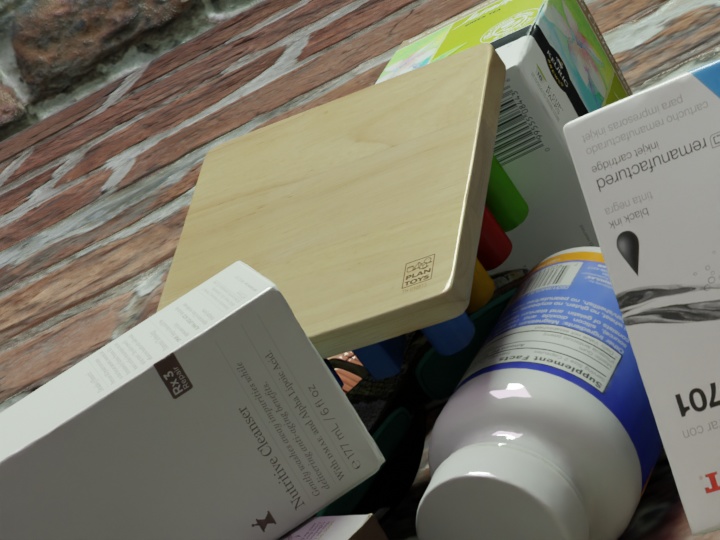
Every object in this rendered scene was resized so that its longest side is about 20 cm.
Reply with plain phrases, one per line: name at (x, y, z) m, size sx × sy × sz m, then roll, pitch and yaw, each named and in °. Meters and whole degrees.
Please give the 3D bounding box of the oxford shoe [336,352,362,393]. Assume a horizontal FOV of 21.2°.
oxford shoe at (0.012, 0.083, 1.268) m, size 0.200 × 0.071 × 0.074 m, roll -49°, pitch -17°, yaw -25°

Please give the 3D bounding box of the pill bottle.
pill bottle at (0.101, 0.082, 1.002) m, size 0.112 × 0.112 × 0.200 m, roll -19°, pitch 21°, yaw 34°

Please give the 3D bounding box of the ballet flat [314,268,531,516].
ballet flat at (0.017, 0.059, 1.102) m, size 0.200 × 0.072 × 0.072 m, roll -46°, pitch 20°, yaw -11°

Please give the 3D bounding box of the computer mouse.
computer mouse at (-0.041, 0.150, 1.172) m, size 0.200 × 0.046 × 0.140 m, roll -48°, pitch 27°, yaw -14°

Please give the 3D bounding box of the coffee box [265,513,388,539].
coffee box at (-0.054, 0.191, 0.955) m, size 0.199 × 0.115 × 0.080 m, roll -12°, pitch 25°, yaw 49°

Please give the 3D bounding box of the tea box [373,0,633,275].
tea box at (0.107, -0.057, 1.235) m, size 0.133 × 0.201 × 0.197 m, roll -24°, pitch 19°, yaw 23°

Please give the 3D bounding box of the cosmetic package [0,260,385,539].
cosmetic package at (-0.105, 0.097, 0.926) m, size 0.199 × 0.113 × 0.081 m, roll -35°, pitch 17°, yaw -10°

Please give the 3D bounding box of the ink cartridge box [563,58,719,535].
ink cartridge box at (0.198, 0.003, 0.877) m, size 0.146 × 0.201 × 0.086 m, roll -22°, pitch -11°, yaw 29°

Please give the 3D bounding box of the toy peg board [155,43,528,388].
toy peg board at (0.000, 0.000, 1.074) m, size 0.199 × 0.098 × 0.200 m, roll -19°, pitch 38°, yaw 27°
